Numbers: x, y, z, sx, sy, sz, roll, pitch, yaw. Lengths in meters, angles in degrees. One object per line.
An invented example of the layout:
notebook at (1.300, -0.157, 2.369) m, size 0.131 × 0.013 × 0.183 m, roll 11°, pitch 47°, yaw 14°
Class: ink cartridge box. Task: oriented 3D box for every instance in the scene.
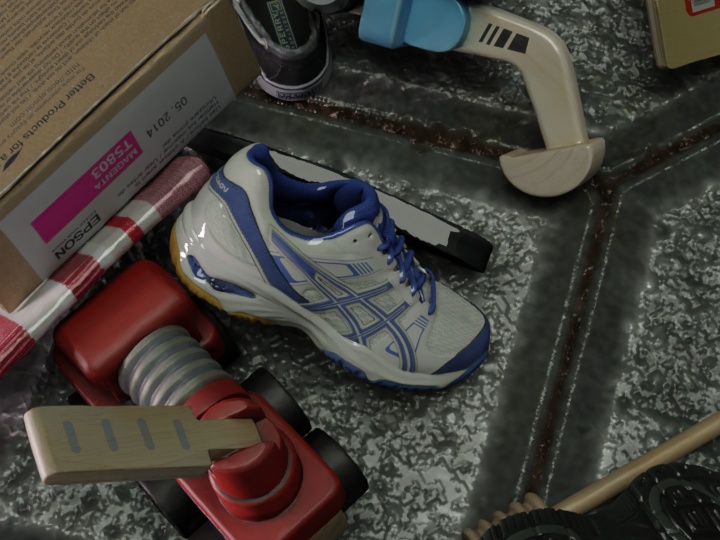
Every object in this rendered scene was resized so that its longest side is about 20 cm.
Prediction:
ink cartridge box at (-0.182, -0.101, 0.793) m, size 0.200 × 0.075 × 0.165 m, roll -45°, pitch 59°, yaw -13°

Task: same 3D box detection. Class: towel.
towel at (-0.175, 0.010, 0.802) m, size 0.200 × 0.144 × 0.023 m, roll -46°, pitch 109°, yaw -15°

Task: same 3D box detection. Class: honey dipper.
honey dipper at (0.149, 0.112, 0.797) m, size 0.199 × 0.038 × 0.038 m, roll -28°, pitch 69°, yaw -11°

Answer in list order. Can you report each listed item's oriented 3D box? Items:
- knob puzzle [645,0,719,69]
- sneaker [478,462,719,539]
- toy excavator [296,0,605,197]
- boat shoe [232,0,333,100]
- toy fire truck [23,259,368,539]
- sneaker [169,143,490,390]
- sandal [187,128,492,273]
knob puzzle at (0.234, -0.233, 0.891) m, size 0.219 × 0.030 × 0.221 m, roll -2°, pitch 94°, yaw -34°
sneaker at (0.135, 0.161, 0.760) m, size 0.199 × 0.091 × 0.076 m, roll -5°, pitch 49°, yaw -23°
toy excavator at (0.063, -0.159, 0.858) m, size 0.199 × 0.100 × 0.195 m, roll 18°, pitch 108°, yaw 20°
boat shoe at (-0.070, -0.206, 0.917) m, size 0.073 × 0.068 × 0.200 m, roll -14°, pitch 68°, yaw -4°
toy fire truck at (-0.102, 0.070, 0.727) m, size 0.129 × 0.200 × 0.176 m, roll -39°, pitch 63°, yaw -13°
sneaker at (0.000, 0.000, 0.780) m, size 0.199 × 0.088 × 0.075 m, roll 21°, pitch 34°, yaw -26°
sandal at (-0.021, -0.034, 0.846) m, size 0.200 × 0.075 × 0.048 m, roll 23°, pitch 88°, yaw 11°
